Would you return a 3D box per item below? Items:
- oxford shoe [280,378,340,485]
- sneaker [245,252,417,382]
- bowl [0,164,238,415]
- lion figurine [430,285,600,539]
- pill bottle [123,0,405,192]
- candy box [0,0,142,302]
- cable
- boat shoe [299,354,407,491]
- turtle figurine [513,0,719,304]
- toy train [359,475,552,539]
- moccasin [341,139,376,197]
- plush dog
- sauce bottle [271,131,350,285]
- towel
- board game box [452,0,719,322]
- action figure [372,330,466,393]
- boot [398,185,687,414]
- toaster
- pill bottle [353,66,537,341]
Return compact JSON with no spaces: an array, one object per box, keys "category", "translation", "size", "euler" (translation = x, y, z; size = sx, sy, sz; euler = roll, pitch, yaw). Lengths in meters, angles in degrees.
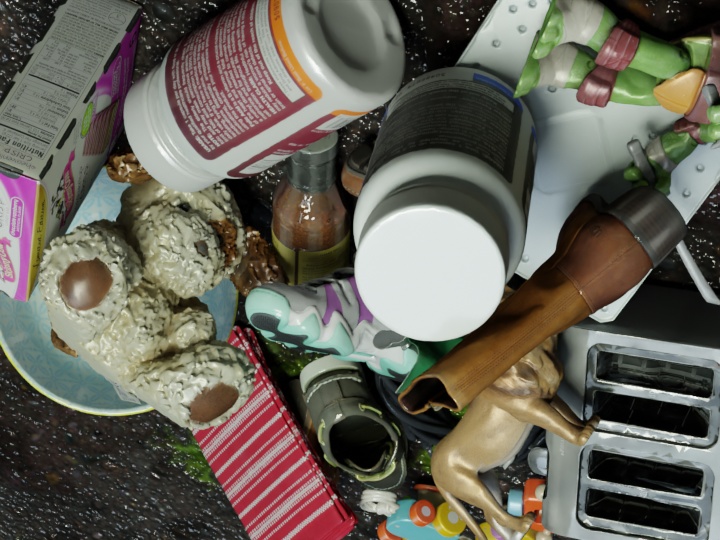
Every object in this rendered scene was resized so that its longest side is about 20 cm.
[{"category":"oxford shoe","translation":[-0.050,0.167,1.777],"size":[0.071,0.072,0.201],"euler":[-3,138,-16]},{"category":"sneaker","translation":[0.000,0.000,1.512],"size":[0.077,0.141,0.199],"euler":[5,168,44]},{"category":"bowl","translation":[-0.198,0.013,1.618],"size":[0.199,0.202,0.108],"euler":[26,-178,-4]},{"category":"lion figurine","translation":[0.097,0.117,1.443],"size":[0.122,0.072,0.201],"euler":[33,108,8]},{"category":"pill bottle","translation":[-0.073,-0.135,1.417],"size":[0.199,0.115,0.114],"euler":[-25,121,40]},{"category":"candy box","translation":[-0.228,-0.097,1.462],"size":[0.060,0.201,0.137],"euler":[21,140,3]},{"category":"cable","translation":[0.097,0.100,1.635],"size":[0.162,0.051,0.201],"euler":[0,133,24]},{"category":"boat shoe","translation":[0.000,0.145,1.685],"size":[0.072,0.061,0.202],"euler":[-21,144,4]},{"category":"turtle figurine","translation":[0.193,-0.090,1.276],"size":[0.192,0.144,0.202],"euler":[21,101,0]},{"category":"toy train","translation":[0.105,0.202,1.722],"size":[0.198,0.056,0.151],"euler":[2,148,13]},{"category":"moccasin","translation":[0.080,-0.041,1.485],"size":[0.199,0.074,0.078],"euler":[16,131,-6]},{"category":"plush dog","translation":[-0.155,0.000,1.514],"size":[0.200,0.172,0.160],"euler":[44,163,-26]},{"category":"sauce bottle","translation":[-0.037,-0.033,1.546],"size":[0.065,0.066,0.201],"euler":[15,138,9]},{"category":"towel","translation":[-0.086,0.162,1.728],"size":[0.201,0.022,0.145],"euler":[60,140,13]},{"category":"board game box","translation":[0.146,-0.087,1.388],"size":[0.199,0.026,0.201],"euler":[30,118,-8]},{"category":"action figure","translation":[0.084,0.063,1.511],"size":[0.054,0.119,0.200],"euler":[7,165,38]},{"category":"boot","translation":[0.111,0.035,1.305],"size":[0.069,0.200,0.188],"euler":[52,168,-7]},{"category":"toaster","translation":[0.231,0.113,1.497],"size":[0.198,0.119,0.183],"euler":[9,113,16]},{"category":"pill bottle","translation":[0.055,-0.044,1.295],"size":[0.113,0.200,0.115],"euler":[4,119,7]}]
